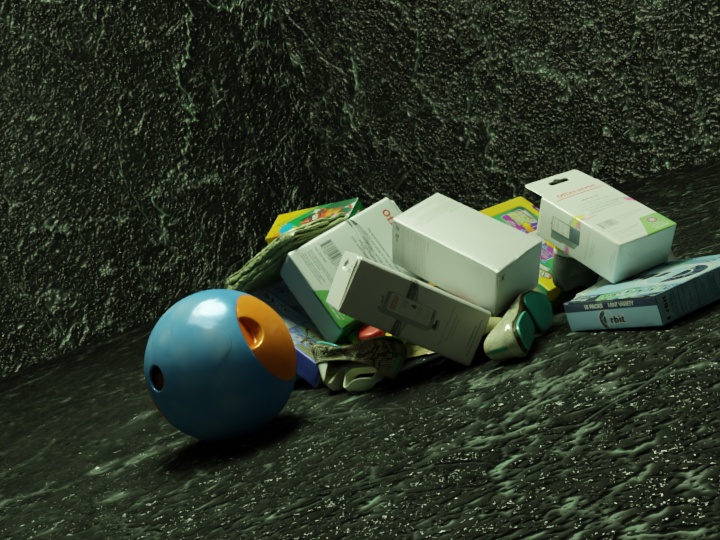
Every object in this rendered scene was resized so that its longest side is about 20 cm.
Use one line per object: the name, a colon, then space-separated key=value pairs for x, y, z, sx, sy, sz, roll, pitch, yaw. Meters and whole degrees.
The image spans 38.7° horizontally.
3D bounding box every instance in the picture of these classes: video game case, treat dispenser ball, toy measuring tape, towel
video game case: x=-0.078 y=0.089 z=1.636 sx=0.200 sy=0.045 sz=0.181 roll=34 pitch=34 yaw=28
treat dispenser ball: x=-0.185 y=0.125 z=1.355 sx=0.201 sy=0.201 sz=0.201 roll=-16 pitch=5 yaw=2
toy measuring tape: x=0.061 y=0.102 z=1.521 sx=0.200 sy=0.074 sz=0.074 roll=-16 pitch=5 yaw=9
towel: x=-0.118 y=-0.024 z=1.631 sx=0.200 sy=0.037 sz=0.148 roll=-39 pitch=-12 yaw=37

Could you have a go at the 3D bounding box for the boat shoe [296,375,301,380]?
boat shoe: x=-0.147 y=0.154 z=1.626 sx=0.199 sy=0.075 sz=0.066 roll=-20 pitch=4 yaw=-37

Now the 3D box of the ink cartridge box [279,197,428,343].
ink cartridge box: x=0.000 y=0.000 z=1.583 sx=0.200 sy=0.147 sz=0.083 roll=-30 pitch=-12 yaw=-24

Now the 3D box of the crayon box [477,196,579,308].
crayon box: x=0.274 y=-0.028 z=1.666 sx=0.172 sy=0.058 sz=0.200 roll=-22 pitch=51 yaw=-40

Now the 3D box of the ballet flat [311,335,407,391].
ballet flat: x=-0.014 y=0.134 z=1.446 sx=0.068 sy=0.075 sz=0.200 roll=29 pitch=-23 yaw=-32

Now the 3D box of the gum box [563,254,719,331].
gum box: x=0.405 y=0.028 z=1.375 sx=0.200 sy=0.045 sz=0.170 roll=-19 pitch=5 yaw=-31

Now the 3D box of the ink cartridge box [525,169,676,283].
ink cartridge box: x=0.340 y=-0.069 z=1.490 sx=0.117 sy=0.067 sz=0.200 roll=-18 pitch=38 yaw=-29

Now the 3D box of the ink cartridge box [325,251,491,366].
ink cartridge box: x=0.062 y=0.051 z=1.424 sx=0.200 sy=0.083 sz=0.147 roll=23 pitch=0 yaw=-9

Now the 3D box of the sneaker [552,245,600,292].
sneaker: x=0.369 y=-0.003 z=1.579 sx=0.200 sy=0.085 sz=0.074 roll=7 pitch=15 yaw=-27

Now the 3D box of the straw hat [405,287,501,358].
straw hat: x=0.123 y=0.067 z=1.617 sx=0.201 sy=0.085 sz=0.201 roll=-16 pitch=6 yaw=2

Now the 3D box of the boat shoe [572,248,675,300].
boat shoe: x=0.384 y=0.009 z=1.514 sx=0.200 sy=0.067 sz=0.074 roll=-20 pitch=6 yaw=-29

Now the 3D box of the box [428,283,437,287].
box: x=0.150 y=0.040 z=1.709 sx=0.200 sy=0.041 sz=0.119 roll=-17 pitch=-39 yaw=-13

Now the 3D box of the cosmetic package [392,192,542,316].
cosmetic package: x=0.152 y=-0.027 z=1.490 sx=0.108 sy=0.085 sz=0.200 roll=-30 pitch=45 yaw=-34

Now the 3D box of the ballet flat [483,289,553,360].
ballet flat: x=0.213 y=0.074 z=1.405 sx=0.062 sy=0.067 sz=0.200 roll=-25 pitch=1 yaw=25

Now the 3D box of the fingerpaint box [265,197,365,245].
fingerpaint box: x=-0.039 y=-0.015 z=1.755 sx=0.167 sy=0.200 sz=0.073 roll=-11 pitch=35 yaw=31
